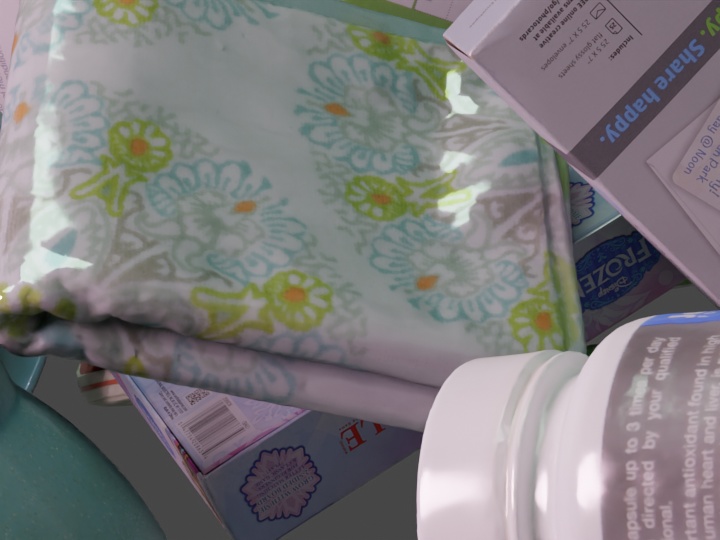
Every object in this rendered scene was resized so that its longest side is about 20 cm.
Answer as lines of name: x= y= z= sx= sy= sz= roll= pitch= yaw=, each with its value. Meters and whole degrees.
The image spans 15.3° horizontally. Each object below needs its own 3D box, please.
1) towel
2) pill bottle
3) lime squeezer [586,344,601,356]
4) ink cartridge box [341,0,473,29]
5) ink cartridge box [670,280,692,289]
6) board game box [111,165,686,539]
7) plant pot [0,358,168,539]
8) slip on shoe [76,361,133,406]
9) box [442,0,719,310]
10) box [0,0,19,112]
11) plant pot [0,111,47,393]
towel: x=-0.022 y=-0.029 z=0.898 sx=0.198 sy=0.048 sz=0.172 roll=11 pitch=42 yaw=-11
pill bottle: x=0.123 y=0.066 z=0.748 sx=0.199 sy=0.115 sz=0.114 roll=-4 pitch=21 yaw=28
lime squeezer: x=0.089 y=0.050 z=0.945 sx=0.070 sy=0.038 sz=0.200 roll=-7 pitch=18 yaw=24
ink cartridge box: x=0.084 y=-0.112 z=1.088 sx=0.199 sy=0.060 sz=0.104 roll=16 pitch=14 yaw=-12
ink cartridge box: x=0.189 y=-0.059 z=1.130 sx=0.198 sy=0.076 sz=0.148 roll=-8 pitch=19 yaw=16
board game box: x=0.000 y=0.000 z=1.022 sx=0.199 sy=0.041 sz=0.200 roll=-31 pitch=30 yaw=-8
plant pot: x=-0.152 y=0.100 z=0.835 sx=0.199 sy=0.135 sz=0.200 roll=-14 pitch=18 yaw=5
slip on shoe: x=-0.084 y=0.007 z=1.173 sx=0.073 sy=0.062 sz=0.200 roll=-9 pitch=20 yaw=12
box: x=0.151 y=-0.065 z=0.895 sx=0.156 sy=0.200 sz=0.041 roll=-46 pitch=20 yaw=3
box: x=-0.185 y=-0.100 z=1.369 sx=0.199 sy=0.185 sz=0.105 roll=3 pitch=26 yaw=42
plant pot: x=-0.235 y=0.001 z=1.115 sx=0.199 sy=0.202 sz=0.161 roll=-19 pitch=7 yaw=-14
